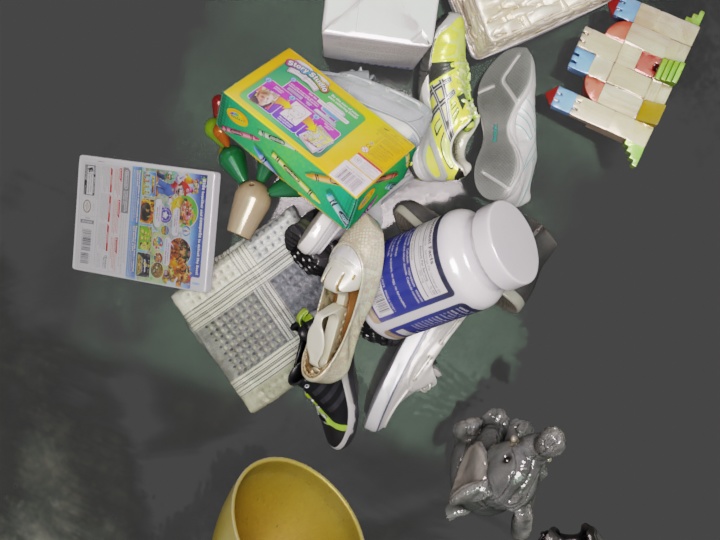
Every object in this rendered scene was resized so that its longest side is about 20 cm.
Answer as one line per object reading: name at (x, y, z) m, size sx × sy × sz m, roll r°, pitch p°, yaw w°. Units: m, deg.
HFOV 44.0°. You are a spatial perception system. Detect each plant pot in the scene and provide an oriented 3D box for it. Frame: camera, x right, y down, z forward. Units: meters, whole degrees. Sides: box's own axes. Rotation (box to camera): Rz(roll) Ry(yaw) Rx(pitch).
plant pot at (-0.110, 0.358, 1.107) m, size 0.199 × 0.201 × 0.142 m, roll 40°, pitch 120°, yaw -4°

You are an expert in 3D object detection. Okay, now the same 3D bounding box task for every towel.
towel at (-0.116, 0.052, 1.143) m, size 0.198 × 0.035 × 0.194 m, roll -34°, pitch 98°, yaw 1°

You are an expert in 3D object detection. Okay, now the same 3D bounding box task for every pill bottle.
pill bottle at (0.095, -0.001, 1.015) m, size 0.198 × 0.115 × 0.117 m, roll -22°, pitch 97°, yaw 39°

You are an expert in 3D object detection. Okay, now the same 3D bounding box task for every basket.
basket at (0.205, -0.354, 1.052) m, size 0.197 × 0.123 × 0.138 m, roll -23°, pitch 97°, yaw 1°

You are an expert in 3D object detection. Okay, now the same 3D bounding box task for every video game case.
video game case at (-0.266, -0.059, 1.098) m, size 0.196 × 0.018 × 0.147 m, roll 9°, pitch 97°, yaw 20°

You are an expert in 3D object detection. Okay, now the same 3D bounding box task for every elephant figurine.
elephant figurine at (0.169, 0.250, 1.075) m, size 0.138 × 0.200 × 0.159 m, roll -10°, pitch 96°, yaw 0°

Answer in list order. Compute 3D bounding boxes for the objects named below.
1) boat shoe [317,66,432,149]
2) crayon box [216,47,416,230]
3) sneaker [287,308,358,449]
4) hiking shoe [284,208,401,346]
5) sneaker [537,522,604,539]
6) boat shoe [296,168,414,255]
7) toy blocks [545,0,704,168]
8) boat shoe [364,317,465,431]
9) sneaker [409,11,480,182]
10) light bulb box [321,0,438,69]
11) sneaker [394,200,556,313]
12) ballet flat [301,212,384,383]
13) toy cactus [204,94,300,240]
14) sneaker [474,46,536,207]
boat shoe at (-0.001, -0.205, 1.081) m, size 0.199 × 0.070 × 0.072 m, roll 29°, pitch 68°, yaw 24°
crayon box at (-0.050, -0.152, 1.007) m, size 0.199 × 0.059 × 0.119 m, roll 39°, pitch 52°, yaw 11°
sneaker at (-0.054, 0.134, 1.102) m, size 0.081 × 0.072 × 0.204 m, roll -14°, pitch 114°, yaw -24°
hiking shoe at (0.000, 0.000, 1.105) m, size 0.101 × 0.075 × 0.201 m, roll -44°, pitch 101°, yaw -24°
sneaker at (0.236, 0.390, 1.156) m, size 0.197 × 0.071 × 0.100 m, roll -21°, pitch 96°, yaw 0°
boat shoe at (0.000, -0.075, 1.069) m, size 0.068 × 0.200 × 0.072 m, roll 43°, pitch 138°, yaw -4°
toy blocks at (0.314, -0.247, 1.087) m, size 0.135 × 0.100 × 0.203 m, roll 25°, pitch 97°, yaw 9°
boat shoe at (0.072, 0.122, 1.131) m, size 0.065 × 0.072 × 0.203 m, roll 28°, pitch 87°, yaw 1°
sneaker at (0.112, -0.207, 1.082) m, size 0.075 × 0.075 × 0.205 m, roll 13°, pitch 108°, yaw 30°
light bulb box at (0.025, -0.346, 1.014) m, size 0.122 × 0.200 × 0.203 m, roll 8°, pitch 96°, yaw -3°
sneaker at (0.143, -0.045, 1.120) m, size 0.198 × 0.075 × 0.107 m, roll 36°, pitch 76°, yaw 3°
ballet flat at (-0.021, 0.035, 1.001) m, size 0.067 × 0.062 × 0.204 m, roll 21°, pitch 104°, yaw 34°
toy cactus at (-0.118, -0.120, 1.085) m, size 0.197 × 0.102 × 0.168 m, roll 23°, pitch 86°, yaw 8°
sneaker at (0.185, -0.174, 1.103) m, size 0.069 × 0.080 × 0.205 m, roll 1°, pitch 77°, yaw 36°
